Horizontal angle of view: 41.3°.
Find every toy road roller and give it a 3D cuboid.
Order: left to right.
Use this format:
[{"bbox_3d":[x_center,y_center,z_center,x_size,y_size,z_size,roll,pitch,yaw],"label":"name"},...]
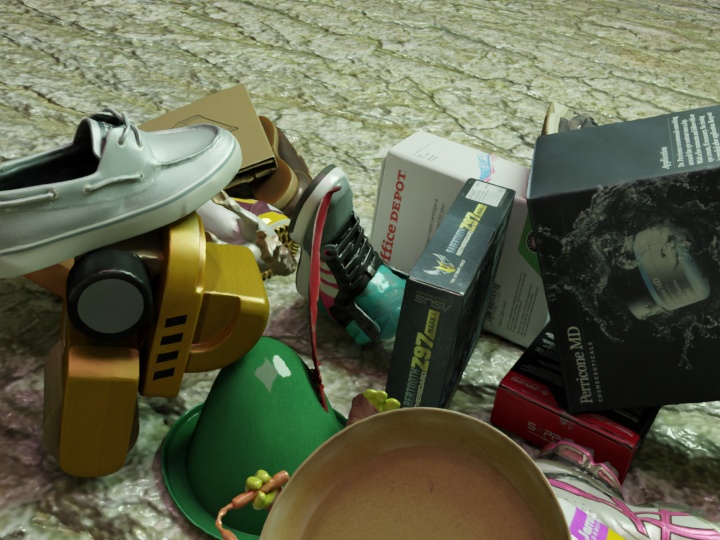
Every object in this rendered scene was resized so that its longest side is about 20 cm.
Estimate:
[{"bbox_3d":[-0.151,0.046,0.705,0.143,0.203,0.124,7,30,-21],"label":"toy road roller"}]

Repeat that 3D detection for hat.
[{"bbox_3d":[-0.063,0.069,0.700,0.162,0.179,0.201,-6,34,-23],"label":"hat"}]

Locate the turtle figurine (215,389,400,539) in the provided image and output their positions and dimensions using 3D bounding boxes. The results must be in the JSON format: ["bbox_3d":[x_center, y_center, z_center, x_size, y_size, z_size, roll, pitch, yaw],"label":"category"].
[{"bbox_3d":[0.010,0.175,0.656,0.197,0.065,0.163,27,51,2],"label":"turtle figurine"}]

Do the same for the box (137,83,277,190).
[{"bbox_3d":[-0.189,-0.140,1.096,0.160,0.022,0.201,-22,37,-4],"label":"box"}]

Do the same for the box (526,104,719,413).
[{"bbox_3d":[0.244,-0.008,0.742,0.196,0.200,0.118,-7,28,20],"label":"box"}]

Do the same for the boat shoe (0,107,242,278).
[{"bbox_3d":[-0.167,-0.065,0.628,0.198,0.073,0.070,-27,41,-26],"label":"boat shoe"}]

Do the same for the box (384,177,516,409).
[{"bbox_3d":[0.076,0.033,0.818,0.050,0.161,0.200,17,33,14],"label":"box"}]

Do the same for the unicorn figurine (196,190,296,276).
[{"bbox_3d":[-0.129,-0.052,0.829,0.201,0.074,0.137,49,9,24],"label":"unicorn figurine"}]

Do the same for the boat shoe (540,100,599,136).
[{"bbox_3d":[0.196,-0.108,0.884,0.063,0.073,0.200,10,23,9],"label":"boat shoe"}]

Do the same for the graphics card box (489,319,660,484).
[{"bbox_3d":[0.211,0.096,0.859,0.124,0.052,0.200,23,35,21],"label":"graphics card box"}]

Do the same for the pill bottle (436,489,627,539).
[{"bbox_3d":[0.136,0.208,0.576,0.198,0.106,0.104,31,36,13],"label":"pill bottle"}]

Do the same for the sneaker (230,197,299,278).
[{"bbox_3d":[-0.152,-0.026,0.935,0.089,0.076,0.198,33,28,33],"label":"sneaker"}]

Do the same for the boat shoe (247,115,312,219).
[{"bbox_3d":[-0.094,-0.107,1.093,0.070,0.070,0.201,36,17,-35],"label":"boat shoe"}]

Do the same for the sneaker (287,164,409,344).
[{"bbox_3d":[0.000,0.000,0.844,0.120,0.201,0.084,35,68,16],"label":"sneaker"}]

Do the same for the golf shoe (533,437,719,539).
[{"bbox_3d":[0.188,0.199,0.674,0.198,0.074,0.091,24,39,40],"label":"golf shoe"}]

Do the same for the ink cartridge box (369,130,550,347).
[{"bbox_3d":[0.115,-0.034,0.947,0.197,0.148,0.084,23,32,21],"label":"ink cartridge box"}]

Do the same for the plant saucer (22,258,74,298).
[{"bbox_3d":[-0.269,-0.010,0.816,0.198,0.038,0.200,30,-7,4],"label":"plant saucer"}]

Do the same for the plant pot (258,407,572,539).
[{"bbox_3d":[0.028,0.179,0.543,0.196,0.028,0.204,-12,60,21],"label":"plant pot"}]
